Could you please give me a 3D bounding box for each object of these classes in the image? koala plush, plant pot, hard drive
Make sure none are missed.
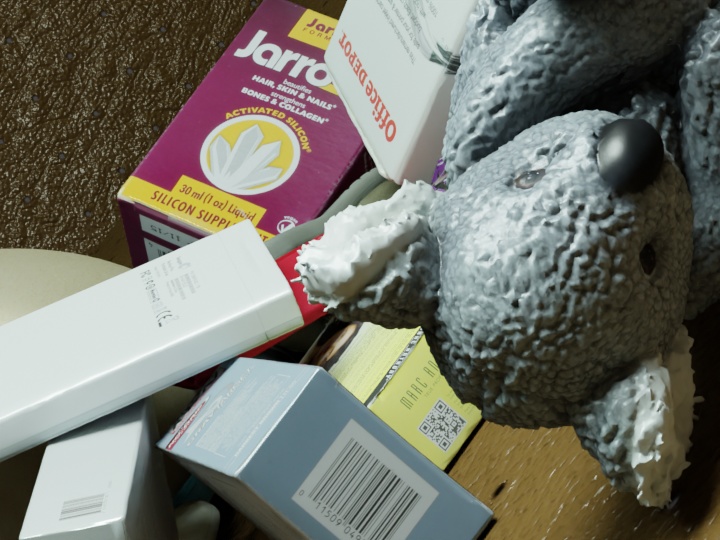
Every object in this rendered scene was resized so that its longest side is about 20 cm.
[{"bbox_3d":[0.081,-0.018,0.764,0.184,0.177,0.201,-56,4,48],"label":"koala plush"},{"bbox_3d":[-0.159,0.072,1.228,0.133,0.202,0.200,-16,13,0],"label":"plant pot"},{"bbox_3d":[-0.133,0.039,1.061,0.199,0.027,0.132,-23,20,-5],"label":"hard drive"}]

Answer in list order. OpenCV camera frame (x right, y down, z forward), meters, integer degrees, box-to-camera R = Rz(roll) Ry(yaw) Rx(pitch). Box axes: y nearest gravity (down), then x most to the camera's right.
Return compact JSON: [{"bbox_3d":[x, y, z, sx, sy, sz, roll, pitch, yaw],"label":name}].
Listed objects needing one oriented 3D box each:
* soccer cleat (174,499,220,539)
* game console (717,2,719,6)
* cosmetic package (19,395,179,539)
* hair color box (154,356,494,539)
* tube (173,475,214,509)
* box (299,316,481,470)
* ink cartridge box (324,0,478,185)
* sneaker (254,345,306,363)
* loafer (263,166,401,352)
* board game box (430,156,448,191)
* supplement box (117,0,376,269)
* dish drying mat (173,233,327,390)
[{"bbox_3d":[-0.154,0.202,1.187,0.200,0.077,0.069,-52,11,-10],"label":"soccer cleat"},{"bbox_3d":[0.193,-0.168,0.957,0.174,0.117,0.200,-9,10,-18],"label":"game console"},{"bbox_3d":[-0.113,0.155,0.999,0.051,0.152,0.200,-11,13,0],"label":"cosmetic package"},{"bbox_3d":[-0.022,0.092,0.953,0.061,0.099,0.200,-51,11,-10],"label":"hair color box"},{"bbox_3d":[-0.106,0.115,1.378,0.078,0.050,0.200,-60,12,21],"label":"tube"},{"bbox_3d":[0.010,0.059,1.067,0.075,0.050,0.200,-53,12,-15],"label":"box"},{"bbox_3d":[0.066,-0.162,1.219,0.201,0.082,0.147,-64,31,29],"label":"ink cartridge box"},{"bbox_3d":[-0.043,0.045,1.265,0.088,0.076,0.200,-44,8,0],"label":"sneaker"},{"bbox_3d":[0.000,0.000,1.246,0.200,0.069,0.076,-35,-27,-47],"label":"loafer"},{"bbox_3d":[0.114,-0.076,1.075,0.199,0.032,0.120,-35,20,23],"label":"board game box"},{"bbox_3d":[-0.053,-0.067,1.429,0.201,0.130,0.104,-57,-21,-31],"label":"supplement box"},{"bbox_3d":[-0.035,0.009,1.125,0.199,0.018,0.076,-30,24,-36],"label":"dish drying mat"}]
